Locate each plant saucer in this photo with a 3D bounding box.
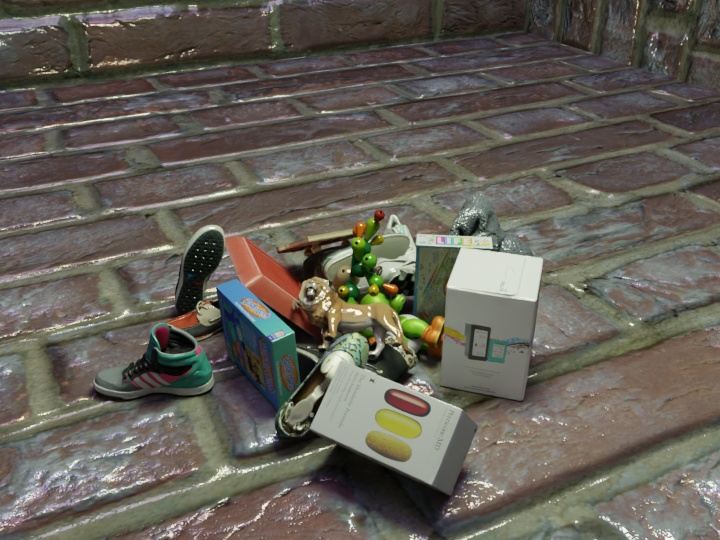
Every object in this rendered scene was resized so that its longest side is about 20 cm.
[{"bbox_3d":[-0.159,0.023,1.387,0.037,0.200,0.200,-45,35,7],"label":"plant saucer"}]

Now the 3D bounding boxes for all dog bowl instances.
[{"bbox_3d":[-0.023,0.019,1.505,0.199,0.059,0.200,1,30,0],"label":"dog bowl"}]

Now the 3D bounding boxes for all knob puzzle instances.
[{"bbox_3d":[-0.084,-0.050,1.503,0.219,0.031,0.220,-13,0,0],"label":"knob puzzle"}]

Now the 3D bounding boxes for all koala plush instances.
[{"bbox_3d":[0.275,-0.042,1.520,0.199,0.184,0.177,29,19,6],"label":"koala plush"}]

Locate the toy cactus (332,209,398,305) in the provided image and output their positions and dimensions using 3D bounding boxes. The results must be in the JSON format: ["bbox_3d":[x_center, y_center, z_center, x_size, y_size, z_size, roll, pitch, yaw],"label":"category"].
[{"bbox_3d":[0.000,0.000,1.346,0.102,0.165,0.201,12,69,-21],"label":"toy cactus"}]

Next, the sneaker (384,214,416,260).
[{"bbox_3d":[0.090,-0.055,1.604,0.075,0.089,0.200,-7,31,-15],"label":"sneaker"}]

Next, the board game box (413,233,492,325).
[{"bbox_3d":[0.166,0.026,1.348,0.134,0.201,0.034,3,38,4],"label":"board game box"}]

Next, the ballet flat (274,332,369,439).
[{"bbox_3d":[-0.056,0.181,1.123,0.074,0.074,0.200,33,84,44],"label":"ballet flat"}]

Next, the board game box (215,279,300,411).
[{"bbox_3d":[-0.170,0.125,1.225,0.045,0.153,0.200,-22,37,-28],"label":"board game box"}]

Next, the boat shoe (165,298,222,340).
[{"bbox_3d":[-0.280,0.081,1.392,0.199,0.063,0.071,-15,35,-23],"label":"boat shoe"}]

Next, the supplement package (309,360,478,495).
[{"bbox_3d":[0.050,0.225,1.052,0.199,0.110,0.114,17,74,28],"label":"supplement package"}]

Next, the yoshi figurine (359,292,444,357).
[{"bbox_3d":[0.068,0.089,1.348,0.199,0.113,0.112,12,16,24],"label":"yoshi figurine"}]

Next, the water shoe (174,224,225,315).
[{"bbox_3d":[-0.320,-0.011,1.416,0.071,0.201,0.079,15,24,-26],"label":"water shoe"}]

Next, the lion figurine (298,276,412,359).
[{"bbox_3d":[-0.008,0.078,1.222,0.199,0.073,0.123,12,49,-7],"label":"lion figurine"}]

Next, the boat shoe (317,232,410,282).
[{"bbox_3d":[0.006,-0.038,1.475,0.199,0.073,0.062,-22,36,-22],"label":"boat shoe"}]

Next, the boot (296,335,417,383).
[{"bbox_3d":[-0.017,0.158,1.256,0.203,0.074,0.154,19,31,27],"label":"boot"}]

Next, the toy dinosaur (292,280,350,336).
[{"bbox_3d":[-0.073,0.066,1.330,0.101,0.058,0.200,37,9,-35],"label":"toy dinosaur"}]

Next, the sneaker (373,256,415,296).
[{"bbox_3d":[0.104,0.009,1.435,0.200,0.074,0.089,17,25,-46],"label":"sneaker"}]

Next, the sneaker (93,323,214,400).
[{"bbox_3d":[-0.349,0.148,1.214,0.199,0.121,0.084,-3,30,-4],"label":"sneaker"}]

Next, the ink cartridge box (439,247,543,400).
[{"bbox_3d":[0.223,0.087,1.245,0.145,0.201,0.147,8,30,14],"label":"ink cartridge box"}]
